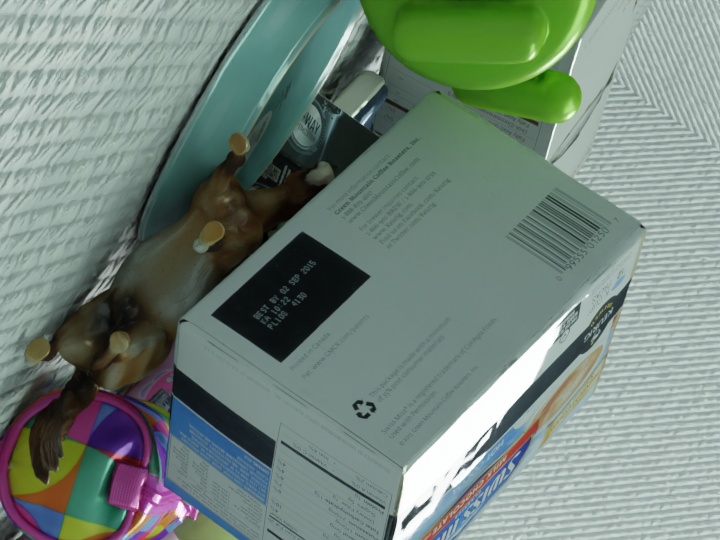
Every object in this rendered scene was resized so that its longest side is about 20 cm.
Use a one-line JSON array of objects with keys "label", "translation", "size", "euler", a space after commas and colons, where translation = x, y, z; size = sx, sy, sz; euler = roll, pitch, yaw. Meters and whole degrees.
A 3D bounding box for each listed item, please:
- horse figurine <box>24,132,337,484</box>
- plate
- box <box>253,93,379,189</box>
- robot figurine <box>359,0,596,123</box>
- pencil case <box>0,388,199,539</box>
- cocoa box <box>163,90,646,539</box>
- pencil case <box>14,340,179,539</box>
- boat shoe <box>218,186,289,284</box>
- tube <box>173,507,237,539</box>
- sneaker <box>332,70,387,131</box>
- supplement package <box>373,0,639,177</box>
[{"label": "horse figurine", "translation": [-0.091, 0.009, 1.360], "size": [0.200, 0.050, 0.133], "euler": [-48, 175, -2]}, {"label": "plate", "translation": [-0.042, -0.089, 1.431], "size": [0.201, 0.025, 0.200], "euler": [-57, 176, -6]}, {"label": "box", "translation": [0.000, 0.000, 1.634], "size": [0.044, 0.160, 0.200], "euler": [-51, 173, -26]}, {"label": "robot figurine", "translation": [0.061, -0.157, 1.415], "size": [0.200, 0.115, 0.177], "euler": [-66, 154, -68]}, {"label": "pencil case", "translation": [-0.127, 0.101, 1.486], "size": [0.089, 0.088, 0.200], "euler": [-56, 174, 0]}, {"label": "cocoa box", "translation": [0.019, 0.041, 1.394], "size": [0.200, 0.133, 0.132], "euler": [-43, 157, -35]}, {"label": "pencil case", "translation": [-0.116, 0.113, 1.672], "size": [0.200, 0.087, 0.088], "euler": [-55, 175, -32]}, {"label": "boat shoe", "translation": [-0.069, -0.001, 1.531], "size": [0.059, 0.072, 0.200], "euler": [-16, -176, -7]}, {"label": "tube", "translation": [-0.017, 0.086, 1.580], "size": [0.200, 0.052, 0.058], "euler": [-37, -175, 19]}, {"label": "sneaker", "translation": [-0.016, -0.026, 1.755], "size": [0.201, 0.084, 0.075], "euler": [-60, 174, 33]}, {"label": "supplement package", "translation": [0.085, -0.128, 1.748], "size": [0.117, 0.117, 0.201], "euler": [-54, 166, -38]}]
